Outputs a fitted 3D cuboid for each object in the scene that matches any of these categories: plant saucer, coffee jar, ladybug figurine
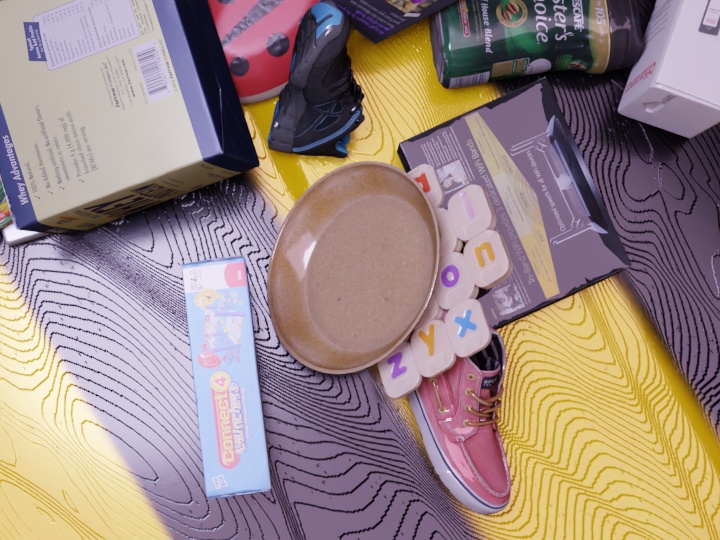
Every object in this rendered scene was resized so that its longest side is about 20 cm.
[{"bbox_3d":[0.000,0.000,1.511,0.199,0.035,0.202,-13,68,35],"label":"plant saucer"},{"bbox_3d":[0.168,-0.236,1.562,0.198,0.085,0.105,-7,75,-4],"label":"coffee jar"},{"bbox_3d":[-0.089,-0.244,1.558,0.136,0.072,0.200,43,84,2],"label":"ladybug figurine"}]

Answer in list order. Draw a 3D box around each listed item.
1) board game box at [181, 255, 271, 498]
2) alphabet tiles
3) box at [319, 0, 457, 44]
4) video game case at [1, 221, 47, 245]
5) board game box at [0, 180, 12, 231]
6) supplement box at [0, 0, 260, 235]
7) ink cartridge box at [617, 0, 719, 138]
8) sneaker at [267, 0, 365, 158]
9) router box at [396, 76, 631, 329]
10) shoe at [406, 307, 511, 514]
[{"bbox_3d":[-0.117,0.098,1.459,0.055,0.196,0.202,-7,84,-3],"label":"board game box"},{"bbox_3d":[0.048,0.009,1.503,0.199,0.015,0.197,-33,58,26],"label":"alphabet tiles"},{"bbox_3d":[0.057,-0.314,1.479,0.199,0.106,0.123,-24,63,23],"label":"box"},{"bbox_3d":[-0.279,-0.145,1.563,0.181,0.024,0.201,-17,85,-5],"label":"video game case"},{"bbox_3d":[-0.419,-0.044,1.534,0.199,0.023,0.105,-35,88,2],"label":"board game box"},{"bbox_3d":[-0.225,-0.158,1.467,0.198,0.134,0.201,-19,85,10],"label":"supplement box"},{"bbox_3d":[0.326,-0.238,1.541,0.084,0.146,0.201,20,84,-2],"label":"ink cartridge box"},{"bbox_3d":[-0.029,-0.174,1.501,0.081,0.200,0.074,14,60,-6],"label":"sneaker"},{"bbox_3d":[0.145,-0.060,1.560,0.156,0.052,0.201,-23,86,-4],"label":"router box"},{"bbox_3d":[0.101,0.124,1.510,0.071,0.091,0.201,-20,80,-45],"label":"shoe"}]
